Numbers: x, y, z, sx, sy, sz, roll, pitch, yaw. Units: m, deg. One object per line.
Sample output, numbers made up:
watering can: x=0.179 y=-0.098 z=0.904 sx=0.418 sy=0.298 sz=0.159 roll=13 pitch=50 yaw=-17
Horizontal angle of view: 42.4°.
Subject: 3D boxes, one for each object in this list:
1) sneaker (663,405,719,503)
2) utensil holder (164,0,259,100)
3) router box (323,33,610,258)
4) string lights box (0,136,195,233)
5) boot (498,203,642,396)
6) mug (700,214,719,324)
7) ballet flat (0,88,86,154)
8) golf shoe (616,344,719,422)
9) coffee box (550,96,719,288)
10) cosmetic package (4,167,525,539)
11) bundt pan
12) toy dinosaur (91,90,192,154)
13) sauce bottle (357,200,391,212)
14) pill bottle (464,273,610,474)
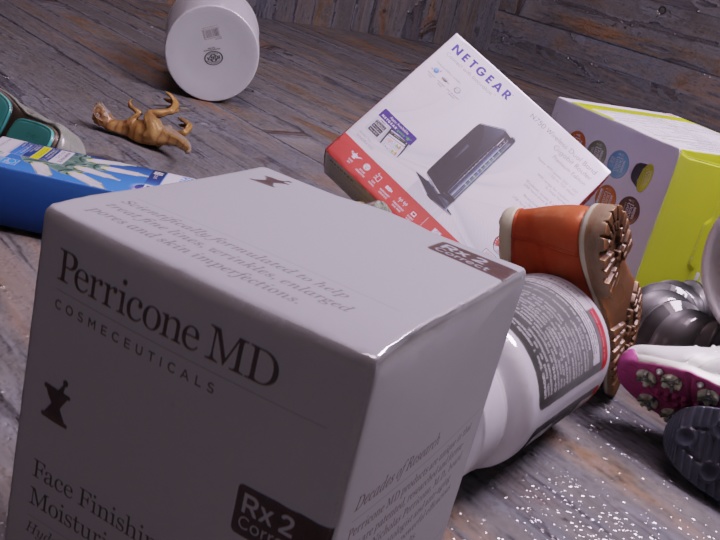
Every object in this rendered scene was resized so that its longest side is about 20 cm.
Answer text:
sneaker: x=0.324 y=0.161 z=0.686 sx=0.199 sy=0.071 sz=0.082 roll=23 pitch=-4 yaw=31
utensil holder: x=-0.256 y=-0.393 z=1.608 sx=0.168 sy=0.171 sz=0.200 roll=9 pitch=23 yaw=-13
router box: x=0.096 y=-0.091 z=0.857 sx=0.200 sy=0.179 sz=0.049 roll=43 pitch=-16 yaw=10
string lights box: x=-0.263 y=-0.069 z=0.890 sx=0.198 sy=0.060 sz=0.103 roll=12 pitch=19 yaw=-6
boot: x=0.178 y=0.023 z=0.789 sx=0.106 sy=0.201 sz=0.075 roll=6 pitch=44 yaw=33
mug: x=0.406 y=0.016 z=0.814 sx=0.152 sy=0.149 sz=0.188 roll=0 pitch=58 yaw=-52
ballet flat: x=-0.384 y=-0.154 z=1.056 sx=0.199 sy=0.068 sz=0.064 roll=29 pitch=-3 yaw=33
golf shoe: x=0.308 y=0.088 z=0.738 sx=0.198 sy=0.076 sz=0.092 roll=15 pitch=53 yaw=20
coffee box: x=0.328 y=-0.068 z=1.072 sx=0.198 sy=0.202 sz=0.198 roll=1 pitch=24 yaw=-33
cosmetic package: x=-0.045 y=0.075 z=0.442 sx=0.164 sy=0.202 sz=0.165 roll=22 pitch=21 yaw=23
bundt pan: x=0.349 y=0.069 z=0.906 sx=0.200 sy=0.076 sz=0.202 roll=13 pitch=19 yaw=-4
toy dinosaur: x=-0.262 y=-0.180 z=1.218 sx=0.199 sy=0.061 sz=0.106 roll=18 pitch=44 yaw=27
sauce bottle: x=-0.066 y=-0.018 z=0.787 sx=0.198 sy=0.065 sz=0.065 roll=-5 pitch=12 yaw=25
pill bottle: x=0.092 y=0.073 z=0.667 sx=0.113 sy=0.115 sz=0.199 roll=25 pitch=23 yaw=29
